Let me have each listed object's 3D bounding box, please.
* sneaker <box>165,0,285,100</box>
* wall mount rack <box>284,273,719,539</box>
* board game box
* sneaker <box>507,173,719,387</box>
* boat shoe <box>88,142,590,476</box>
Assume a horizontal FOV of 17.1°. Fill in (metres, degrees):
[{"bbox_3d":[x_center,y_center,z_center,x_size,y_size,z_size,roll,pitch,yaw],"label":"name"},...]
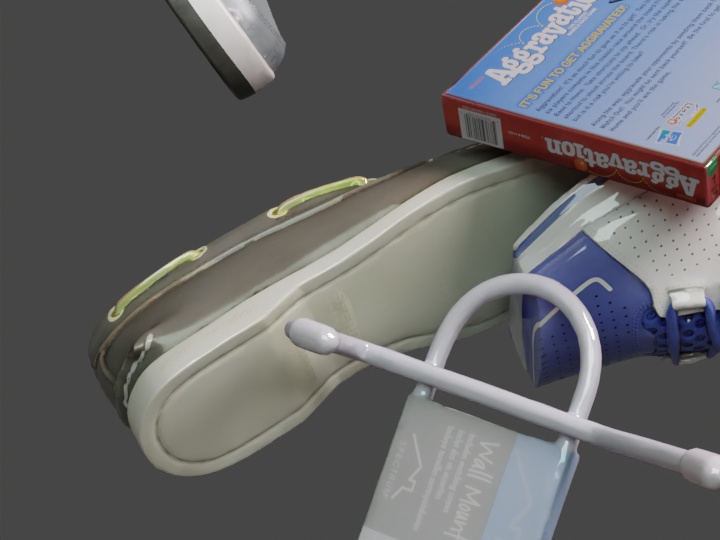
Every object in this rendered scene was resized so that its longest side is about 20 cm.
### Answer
[{"bbox_3d":[-0.041,-0.168,0.918,0.121,0.084,0.200,-28,64,4],"label":"sneaker"},{"bbox_3d":[0.034,0.097,0.749,0.173,0.075,0.200,18,88,35],"label":"wall mount rack"},{"bbox_3d":[0.125,-0.096,0.844,0.103,0.019,0.200,19,46,31],"label":"board game box"},{"bbox_3d":[0.156,0.003,0.816,0.199,0.081,0.115,-24,63,-6],"label":"sneaker"},{"bbox_3d":[-0.001,-0.002,0.841,0.201,0.072,0.060,-29,43,-15],"label":"boat shoe"}]
